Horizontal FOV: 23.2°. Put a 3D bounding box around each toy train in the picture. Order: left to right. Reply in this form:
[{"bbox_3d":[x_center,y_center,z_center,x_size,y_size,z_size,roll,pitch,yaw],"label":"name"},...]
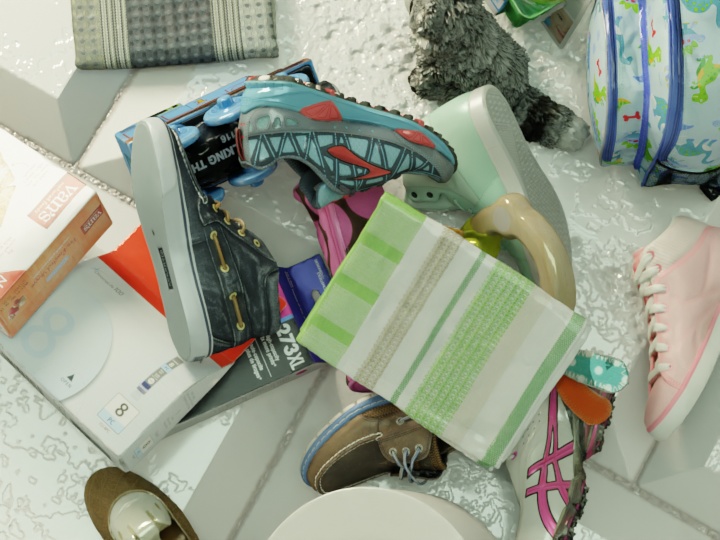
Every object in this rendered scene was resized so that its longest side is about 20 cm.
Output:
[{"bbox_3d":[-0.113,-0.117,1.522,0.198,0.114,0.087,-27,113,-13],"label":"toy train"}]

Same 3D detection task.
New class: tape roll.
[{"bbox_3d":[0.021,0.276,1.400,0.200,0.139,0.205,-2,82,16],"label":"tape roll"}]

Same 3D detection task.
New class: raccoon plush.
[{"bbox_3d":[0.124,-0.192,1.536,0.198,0.134,0.098,20,76,3],"label":"raccoon plush"}]

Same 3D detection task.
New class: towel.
[{"bbox_3d":[-0.172,-0.282,1.605,0.190,0.035,0.203,-4,80,0],"label":"towel"},{"bbox_3d":[0.067,0.049,1.419,0.199,0.031,0.150,33,101,0],"label":"towel"}]

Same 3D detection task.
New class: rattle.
[{"bbox_3d":[0.116,0.045,1.437,0.130,0.142,0.202,-29,77,36],"label":"rattle"}]

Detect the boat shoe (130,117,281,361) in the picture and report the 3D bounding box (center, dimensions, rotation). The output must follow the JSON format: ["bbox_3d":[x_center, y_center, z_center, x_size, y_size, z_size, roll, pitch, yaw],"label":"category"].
[{"bbox_3d":[-0.127,-0.032,1.447,0.090,0.071,0.203,-15,99,-26],"label":"boat shoe"}]

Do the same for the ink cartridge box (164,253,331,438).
[{"bbox_3d":[-0.106,0.063,1.524,0.198,0.037,0.096,-23,78,-9],"label":"ink cartridge box"}]

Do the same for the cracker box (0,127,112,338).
[{"bbox_3d":[-0.329,-0.052,1.495,0.199,0.058,0.134,32,70,23],"label":"cracker box"}]

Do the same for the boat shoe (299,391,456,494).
[{"bbox_3d":[0.044,0.137,1.476,0.199,0.073,0.073,-31,49,-3],"label":"boat shoe"}]

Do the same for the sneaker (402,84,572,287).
[{"bbox_3d":[0.106,-0.054,1.551,0.117,0.074,0.202,-19,101,32],"label":"sneaker"}]

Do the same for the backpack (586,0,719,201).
[{"bbox_3d":[0.268,-0.171,1.504,0.145,0.200,0.185,-1,78,-2],"label":"backpack"}]

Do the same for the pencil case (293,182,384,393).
[{"bbox_3d":[0.000,0.000,1.507,0.090,0.093,0.202,-29,72,36],"label":"pencil case"}]

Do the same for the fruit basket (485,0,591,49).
[{"bbox_3d":[0.144,-0.303,1.530,0.093,0.200,0.186,-31,81,-9],"label":"fruit basket"}]

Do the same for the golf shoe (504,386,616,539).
[{"bbox_3d":[0.154,0.171,1.493,0.091,0.073,0.202,15,67,10],"label":"golf shoe"}]

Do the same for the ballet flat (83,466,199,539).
[{"bbox_3d":[-0.161,0.242,1.461,0.068,0.072,0.201,-35,80,-9],"label":"ballet flat"}]

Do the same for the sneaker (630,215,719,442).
[{"bbox_3d":[0.265,0.043,1.520,0.104,0.075,0.202,28,72,3],"label":"sneaker"}]

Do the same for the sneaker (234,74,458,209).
[{"bbox_3d":[-0.015,-0.094,1.463,0.198,0.079,0.097,16,89,-20],"label":"sneaker"}]

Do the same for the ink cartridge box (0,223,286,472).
[{"bbox_3d":[-0.185,0.044,1.483,0.160,0.047,0.200,39,75,20],"label":"ink cartridge box"}]
